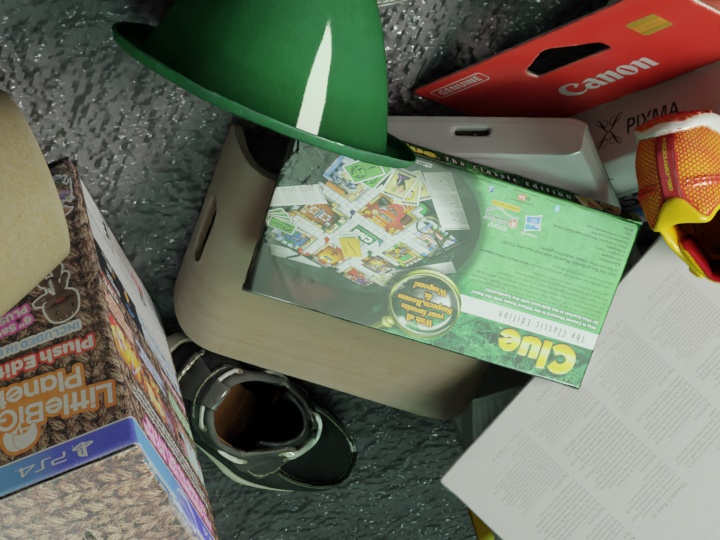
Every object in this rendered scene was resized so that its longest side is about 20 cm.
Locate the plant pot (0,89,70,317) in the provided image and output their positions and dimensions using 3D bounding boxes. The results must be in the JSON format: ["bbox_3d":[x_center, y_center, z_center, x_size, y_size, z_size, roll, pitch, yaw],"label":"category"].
[{"bbox_3d":[-0.254,-0.011,1.040,0.199,0.188,0.188,-23,145,-18],"label":"plant pot"}]

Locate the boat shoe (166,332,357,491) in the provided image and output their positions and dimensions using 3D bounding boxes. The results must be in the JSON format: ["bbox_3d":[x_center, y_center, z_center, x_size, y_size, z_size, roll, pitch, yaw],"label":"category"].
[{"bbox_3d":[-0.057,0.102,1.311,0.200,0.067,0.072,36,75,-51],"label":"boat shoe"}]

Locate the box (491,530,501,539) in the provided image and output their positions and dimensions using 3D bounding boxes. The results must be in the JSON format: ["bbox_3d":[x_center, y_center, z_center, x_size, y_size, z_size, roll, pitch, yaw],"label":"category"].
[{"bbox_3d":[0.143,0.206,1.321,0.068,0.083,0.200,-23,147,6],"label":"box"}]

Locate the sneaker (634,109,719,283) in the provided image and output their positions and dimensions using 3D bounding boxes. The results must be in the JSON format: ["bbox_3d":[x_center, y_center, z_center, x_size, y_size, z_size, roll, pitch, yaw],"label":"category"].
[{"bbox_3d":[0.199,-0.024,1.131,0.072,0.078,0.199,-11,161,32],"label":"sneaker"}]

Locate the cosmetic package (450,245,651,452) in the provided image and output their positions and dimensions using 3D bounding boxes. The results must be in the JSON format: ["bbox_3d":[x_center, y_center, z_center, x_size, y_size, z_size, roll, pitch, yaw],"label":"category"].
[{"bbox_3d":[0.154,0.056,1.352,0.198,0.091,0.107,-16,144,-9],"label":"cosmetic package"}]

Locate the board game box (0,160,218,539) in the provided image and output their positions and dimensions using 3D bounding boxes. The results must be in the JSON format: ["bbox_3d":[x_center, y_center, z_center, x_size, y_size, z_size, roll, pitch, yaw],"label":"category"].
[{"bbox_3d":[-0.159,0.073,1.143,0.096,0.201,0.160,-21,142,2],"label":"board game box"}]

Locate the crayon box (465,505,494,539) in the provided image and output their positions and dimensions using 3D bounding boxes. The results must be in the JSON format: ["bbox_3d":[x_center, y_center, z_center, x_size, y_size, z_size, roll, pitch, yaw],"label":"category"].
[{"bbox_3d":[0.155,0.132,1.339,0.126,0.051,0.200,16,133,-40],"label":"crayon box"}]

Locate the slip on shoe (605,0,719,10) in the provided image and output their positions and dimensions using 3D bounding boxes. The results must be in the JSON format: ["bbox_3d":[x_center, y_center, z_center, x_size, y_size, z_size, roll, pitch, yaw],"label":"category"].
[{"bbox_3d":[0.224,-0.128,1.175,0.199,0.062,0.074,14,134,-33],"label":"slip on shoe"}]

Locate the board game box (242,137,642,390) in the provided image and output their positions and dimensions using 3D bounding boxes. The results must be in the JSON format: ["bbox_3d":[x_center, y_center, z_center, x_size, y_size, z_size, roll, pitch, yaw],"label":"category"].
[{"bbox_3d":[0.044,-0.010,1.133,0.198,0.023,0.106,17,106,-9],"label":"board game box"}]

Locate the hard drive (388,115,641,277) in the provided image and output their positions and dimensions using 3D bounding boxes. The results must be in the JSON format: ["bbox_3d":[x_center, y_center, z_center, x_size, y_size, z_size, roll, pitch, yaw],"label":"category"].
[{"bbox_3d":[0.091,-0.026,1.214,0.131,0.026,0.200,3,153,22],"label":"hard drive"}]

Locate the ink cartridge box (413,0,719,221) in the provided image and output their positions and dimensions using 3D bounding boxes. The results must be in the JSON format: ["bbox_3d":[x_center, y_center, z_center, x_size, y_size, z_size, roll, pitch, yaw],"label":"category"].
[{"bbox_3d":[0.156,-0.084,1.146,0.175,0.045,0.199,16,158,-36],"label":"ink cartridge box"}]

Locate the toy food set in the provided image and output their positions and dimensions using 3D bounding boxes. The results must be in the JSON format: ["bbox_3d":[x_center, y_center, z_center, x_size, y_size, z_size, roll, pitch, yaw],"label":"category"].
[{"bbox_3d":[0.000,0.000,1.207,0.198,0.061,0.144,17,132,-9],"label":"toy food set"}]

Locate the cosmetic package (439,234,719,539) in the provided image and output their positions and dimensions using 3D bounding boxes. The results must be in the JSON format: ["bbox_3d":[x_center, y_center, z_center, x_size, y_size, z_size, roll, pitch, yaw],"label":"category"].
[{"bbox_3d":[0.167,0.099,1.189,0.200,0.151,0.052,-47,171,6],"label":"cosmetic package"}]

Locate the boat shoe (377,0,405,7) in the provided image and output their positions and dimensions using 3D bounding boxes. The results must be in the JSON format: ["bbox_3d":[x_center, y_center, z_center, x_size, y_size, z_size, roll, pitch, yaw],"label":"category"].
[{"bbox_3d":[0.062,-0.176,1.037,0.199,0.071,0.072,-27,143,16],"label":"boat shoe"}]

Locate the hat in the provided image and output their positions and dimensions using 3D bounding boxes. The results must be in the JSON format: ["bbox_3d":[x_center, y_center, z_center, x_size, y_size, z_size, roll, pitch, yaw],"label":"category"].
[{"bbox_3d":[-0.019,-0.163,1.007,0.177,0.165,0.200,-66,167,10],"label":"hat"}]
